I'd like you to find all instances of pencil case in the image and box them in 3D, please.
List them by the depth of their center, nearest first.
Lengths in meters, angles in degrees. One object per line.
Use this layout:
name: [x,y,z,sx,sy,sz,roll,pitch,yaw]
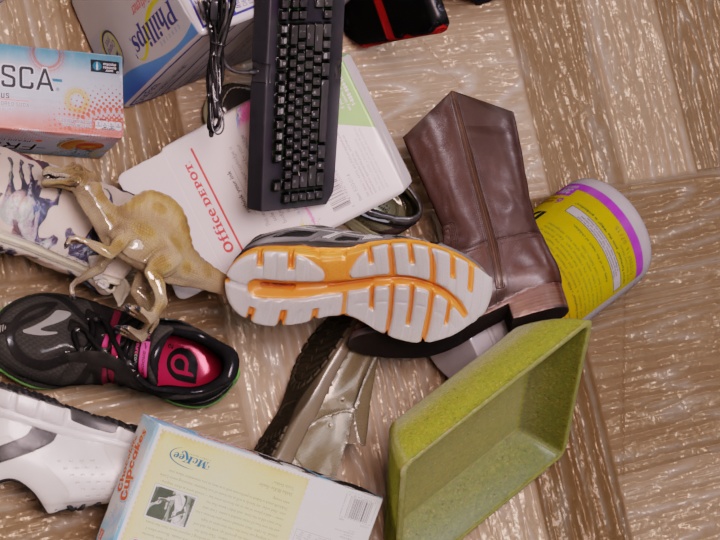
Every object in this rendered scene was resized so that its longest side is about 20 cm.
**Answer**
pencil case: [-0.251,-0.043,1.301,0.199,0.078,0.090,20,31,-32]

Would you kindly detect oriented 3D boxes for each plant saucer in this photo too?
plant saucer: [0.087,0.134,1.401,0.199,0.201,0.048,-36,61,-24]

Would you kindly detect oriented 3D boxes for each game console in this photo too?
game console: [0.003,-0.280,1.432,0.031,0.176,0.202,-24,101,-22]

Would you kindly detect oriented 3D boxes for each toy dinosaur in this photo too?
toy dinosaur: [-0.146,-0.004,1.285,0.199,0.058,0.102,34,62,-26]

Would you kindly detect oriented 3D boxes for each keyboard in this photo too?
keyboard: [-0.063,-0.143,1.287,0.126,0.021,0.203,-7,106,-36]

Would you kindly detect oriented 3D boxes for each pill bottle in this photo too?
pill bottle: [0.143,0.013,1.488,0.199,0.104,0.105,-34,94,-29]

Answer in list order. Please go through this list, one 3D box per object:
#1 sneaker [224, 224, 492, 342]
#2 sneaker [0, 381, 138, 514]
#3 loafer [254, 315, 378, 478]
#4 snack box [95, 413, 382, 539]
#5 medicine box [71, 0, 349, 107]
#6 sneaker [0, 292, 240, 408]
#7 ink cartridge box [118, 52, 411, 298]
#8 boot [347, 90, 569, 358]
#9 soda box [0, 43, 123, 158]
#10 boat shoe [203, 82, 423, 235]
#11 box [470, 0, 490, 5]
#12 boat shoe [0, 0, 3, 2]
sneaker: [0.000,0.000,1.327,0.197,0.077,0.079,7,112,-4]
sneaker: [-0.197,0.146,1.320,0.198,0.074,0.081,19,85,-16]
loafer: [-0.023,0.107,1.406,0.067,0.076,0.201,38,70,-18]
snack box: [-0.089,0.191,1.311,0.199,0.037,0.117,22,87,-28]
medicine box: [-0.096,-0.228,1.381,0.199,0.182,0.104,-26,89,-29]
sneaker: [-0.180,0.055,1.331,0.198,0.084,0.078,8,74,-24]
ink cartridge box: [-0.074,-0.072,1.386,0.198,0.067,0.118,-26,96,10]
boot: [0.057,-0.040,1.413,0.184,0.064,0.202,-9,69,-15]
soda box: [-0.280,-0.130,1.336,0.198,0.063,0.069,4,77,-26]
boat shoe: [-0.032,-0.095,1.447,0.200,0.066,0.072,34,66,-16]
box: [0.094,-0.342,1.483,0.198,0.122,0.202,-4,76,-71]
boat shoe: [-0.305,-0.300,1.365,0.066,0.070,0.201,-26,83,-27]
